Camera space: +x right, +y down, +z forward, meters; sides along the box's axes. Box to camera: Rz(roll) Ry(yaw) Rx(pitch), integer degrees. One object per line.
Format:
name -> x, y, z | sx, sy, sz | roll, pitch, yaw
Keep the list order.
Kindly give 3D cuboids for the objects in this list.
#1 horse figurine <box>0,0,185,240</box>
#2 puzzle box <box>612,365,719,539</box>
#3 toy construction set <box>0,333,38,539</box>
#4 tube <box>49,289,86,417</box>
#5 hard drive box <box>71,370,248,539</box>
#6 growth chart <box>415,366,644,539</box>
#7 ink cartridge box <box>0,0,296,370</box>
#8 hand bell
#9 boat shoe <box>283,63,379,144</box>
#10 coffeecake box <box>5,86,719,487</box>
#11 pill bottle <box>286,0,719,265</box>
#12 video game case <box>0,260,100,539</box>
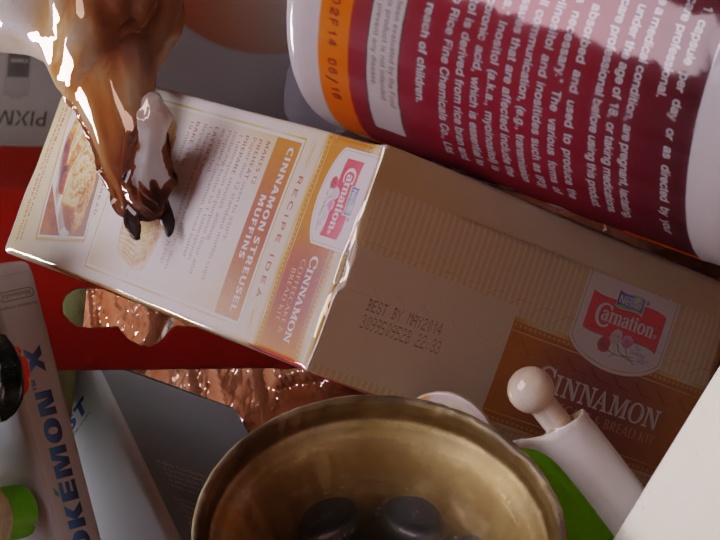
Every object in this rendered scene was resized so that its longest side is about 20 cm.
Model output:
horse figurine -> -0.105, -0.108, 0.917 | 0.200, 0.050, 0.133 | 31, 125, 43
puzzle box -> 0.119, 0.117, 0.766 | 0.133, 0.025, 0.200 | 37, 103, 26
toy construction set -> -0.174, 0.028, 0.919 | 0.131, 0.092, 0.201 | -27, 90, 47
tube -> -0.128, 0.033, 1.042 | 0.052, 0.058, 0.201 | -8, 52, 9
hard drive box -> -0.083, 0.157, 1.021 | 0.156, 0.077, 0.200 | -55, 37, 18
growth chart -> 0.026, 0.120, 0.858 | 0.200, 0.145, 0.018 | -39, 12, 33
ink cartridge box -> -0.079, -0.066, 1.019 | 0.050, 0.161, 0.201 | 148, 119, -60
hand bell -> 0.004, 0.143, 0.833 | 0.201, 0.104, 0.104 | 91, 165, -45
boat shoe -> 0.048, -0.099, 0.966 | 0.200, 0.056, 0.069 | -36, 53, 44
coffeecake box -> 0.000, 0.000, 0.924 | 0.200, 0.153, 0.073 | 18, 88, 55
pill bottle -> 0.087, -0.067, 0.823 | 0.199, 0.113, 0.113 | 21, 90, 25
video game case -> -0.157, 0.106, 0.993 | 0.200, 0.022, 0.183 | -18, 86, 47
